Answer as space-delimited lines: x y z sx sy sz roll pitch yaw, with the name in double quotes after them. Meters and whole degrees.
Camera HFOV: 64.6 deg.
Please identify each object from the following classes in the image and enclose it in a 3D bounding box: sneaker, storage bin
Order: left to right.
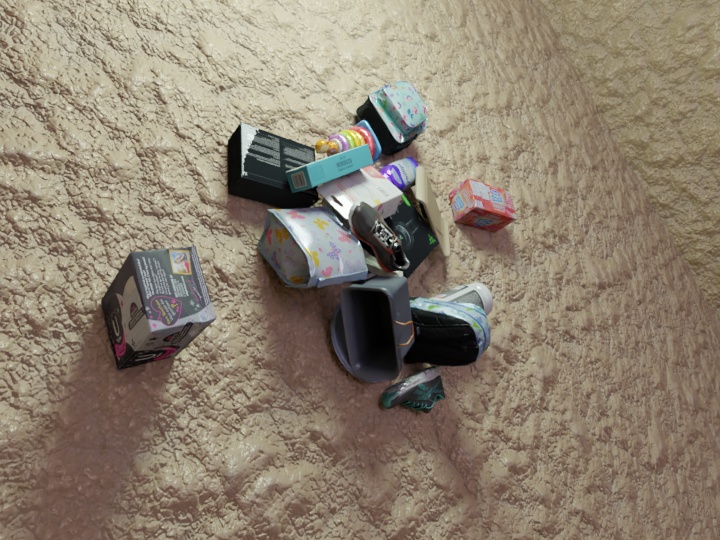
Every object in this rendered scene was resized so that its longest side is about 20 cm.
0.000 0.000 1.354 0.197 0.086 0.075 29 30 5 "sneaker"
0.051 -0.075 1.247 0.078 0.081 0.201 -53 125 -19 "sneaker"
0.057 0.108 1.219 0.134 0.142 0.206 -35 121 -54 "storage bin"
0.132 0.288 1.308 0.197 0.077 0.093 -16 82 -42 "sneaker"

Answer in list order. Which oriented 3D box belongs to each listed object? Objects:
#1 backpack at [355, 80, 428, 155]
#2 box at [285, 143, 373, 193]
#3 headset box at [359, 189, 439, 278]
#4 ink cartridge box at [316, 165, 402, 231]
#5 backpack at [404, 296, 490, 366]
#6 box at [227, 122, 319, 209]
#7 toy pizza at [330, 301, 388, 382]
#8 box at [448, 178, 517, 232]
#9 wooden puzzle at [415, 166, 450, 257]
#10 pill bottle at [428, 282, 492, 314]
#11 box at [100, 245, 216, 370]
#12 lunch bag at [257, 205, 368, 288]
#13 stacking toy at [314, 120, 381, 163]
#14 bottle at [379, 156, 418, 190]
0.105 -0.443 1.623 0.180 0.150 0.199 56 41 1 "backpack"
-0.067 -0.231 1.284 0.198 0.081 0.050 -29 106 -39 "box"
0.089 -0.082 1.450 0.176 0.092 0.200 53 45 -5 "headset box"
-0.009 -0.162 1.324 0.116 0.068 0.198 44 46 20 "ink cartridge box"
0.201 0.143 1.317 0.151 0.197 0.168 -18 105 -39 "backpack"
-0.198 -0.228 1.295 0.196 0.078 0.145 12 58 -36 "box"
0.009 0.155 1.301 0.197 0.031 0.205 19 58 -33 "toy pizza"
0.376 -0.198 1.750 0.196 0.094 0.105 8 62 -37 "box"
0.192 -0.160 1.557 0.202 0.036 0.187 59 22 -30 "wooden puzzle"
0.253 0.103 1.476 0.197 0.113 0.116 -18 79 -44 "pill bottle"
-0.338 0.066 0.937 0.113 0.199 0.135 -9 73 -40 "box"
-0.100 -0.036 1.213 0.167 0.129 0.200 -11 44 -43 "lunch bag"
-0.046 -0.304 1.411 0.198 0.115 0.112 -15 74 -56 "stacking toy"
0.089 -0.248 1.556 0.199 0.065 0.085 -32 90 -45 "bottle"
